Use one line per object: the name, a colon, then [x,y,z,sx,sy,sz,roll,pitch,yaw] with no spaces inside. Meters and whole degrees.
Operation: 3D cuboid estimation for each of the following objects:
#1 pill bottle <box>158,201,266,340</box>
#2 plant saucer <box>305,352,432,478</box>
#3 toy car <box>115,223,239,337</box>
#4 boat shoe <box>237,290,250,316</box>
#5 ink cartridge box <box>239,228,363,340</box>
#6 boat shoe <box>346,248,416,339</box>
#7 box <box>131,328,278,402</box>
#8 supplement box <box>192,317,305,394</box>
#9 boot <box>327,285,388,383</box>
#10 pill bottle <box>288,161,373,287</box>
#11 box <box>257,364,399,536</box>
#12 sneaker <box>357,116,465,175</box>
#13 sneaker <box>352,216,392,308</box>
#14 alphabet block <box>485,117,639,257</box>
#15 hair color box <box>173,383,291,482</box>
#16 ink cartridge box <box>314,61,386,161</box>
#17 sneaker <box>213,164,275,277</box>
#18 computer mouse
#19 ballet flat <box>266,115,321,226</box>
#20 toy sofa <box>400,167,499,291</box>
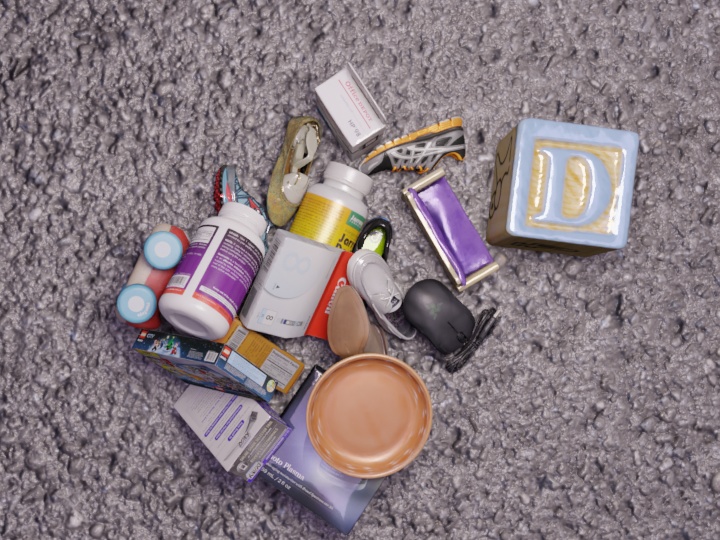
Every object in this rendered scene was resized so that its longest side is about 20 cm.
pill bottle: [-0.218,-0.002,1.377,0.112,0.112,0.200,24,65,-1]
plant saucer: [0.013,0.226,1.419,0.200,0.037,0.201,-1,97,-7]
toy car: [-0.283,0.037,1.487,0.200,0.184,0.177,27,86,-14]
boat shoe: [-0.152,0.070,1.535,0.200,0.068,0.072,1,87,-2]
ink cartridge box: [-0.074,0.037,1.447,0.200,0.047,0.160,18,104,-30]
boat shoe: [0.041,0.046,1.487,0.072,0.068,0.200,-38,133,-17]
box: [-0.245,0.148,1.416,0.200,0.137,0.038,6,64,39]
supplement box: [-0.183,0.130,1.479,0.069,0.067,0.200,-54,132,-7]
boot: [0.004,0.113,1.499,0.070,0.146,0.200,0,99,19]
pill bottle: [-0.056,-0.077,1.523,0.113,0.113,0.200,24,86,-1]
box: [-0.050,0.294,1.504,0.200,0.123,0.199,34,86,-1]
sneaker: [0.092,-0.200,1.555,0.200,0.078,0.077,-21,97,-2]
sneaker: [0.000,0.000,1.537,0.071,0.083,0.200,22,88,-1]
alphabet block: [0.328,-0.131,1.497,0.196,0.200,0.196,9,88,-1]
hair color box: [-0.211,0.240,1.470,0.109,0.200,0.065,-52,133,-3]
ink cartridge box: [-0.018,-0.259,1.489,0.067,0.200,0.116,-33,89,-2]
sneaker: [-0.193,-0.087,1.549,0.095,0.079,0.200,-15,92,-20]
computer mouse: [0.152,0.086,1.503,0.200,0.053,0.139,38,90,-36]
ballet flat: [-0.109,-0.173,1.528,0.071,0.071,0.200,13,74,-1]
toy sofa: [0.153,-0.069,1.538,0.083,0.098,0.200,-30,88,-3]
